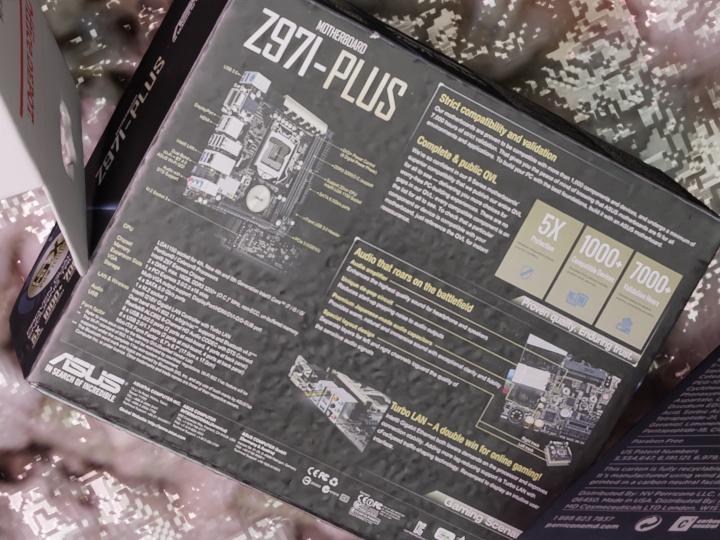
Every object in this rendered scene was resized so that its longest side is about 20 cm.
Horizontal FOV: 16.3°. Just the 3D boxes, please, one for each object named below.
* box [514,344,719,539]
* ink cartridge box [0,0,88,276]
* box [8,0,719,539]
[{"bbox_3d":[0.169,0.110,0.903,0.200,0.107,0.149,-39,114,-41],"label":"box"},{"bbox_3d":[-0.153,-0.093,0.811,0.068,0.116,0.200,-17,128,6],"label":"ink cartridge box"},{"bbox_3d":[0.000,0.000,0.901,0.200,0.086,0.164,26,99,-17],"label":"box"}]
